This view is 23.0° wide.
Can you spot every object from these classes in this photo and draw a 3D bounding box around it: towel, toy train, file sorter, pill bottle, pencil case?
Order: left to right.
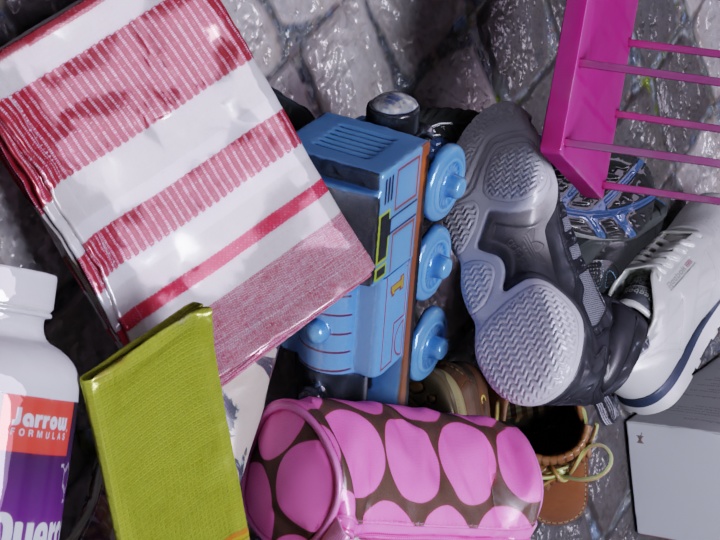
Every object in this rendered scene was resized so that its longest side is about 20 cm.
[{"bbox_3d":[-0.188,0.097,0.793,0.112,0.112,0.202,13,84,-50],"label":"pill bottle"},{"bbox_3d":[-0.102,0.087,0.927,0.089,0.078,0.202,24,74,-24],"label":"pencil case"},{"bbox_3d":[-0.092,-0.046,0.885,0.144,0.023,0.201,-36,104,-26],"label":"towel"},{"bbox_3d":[-0.086,0.122,0.862,0.086,0.018,0.202,-37,128,-46],"label":"towel"},{"bbox_3d":[0.000,0.000,1.012,0.114,0.086,0.202,-36,138,-51],"label":"toy train"},{"bbox_3d":[0.024,0.125,0.994,0.199,0.094,0.091,6,116,-47],"label":"pencil case"},{"bbox_3d":[0.196,-0.146,1.041,0.139,0.124,0.202,26,74,-71],"label":"file sorter"}]

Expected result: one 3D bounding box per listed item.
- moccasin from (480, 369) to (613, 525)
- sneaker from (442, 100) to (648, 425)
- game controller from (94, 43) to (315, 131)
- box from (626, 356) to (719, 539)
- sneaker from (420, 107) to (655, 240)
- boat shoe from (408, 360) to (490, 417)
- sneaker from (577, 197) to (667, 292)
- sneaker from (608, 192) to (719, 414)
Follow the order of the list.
[{"bbox_3d":[0.124,0.106,1.180,0.078,0.073,0.202,-109,-172,-46],"label":"moccasin"},{"bbox_3d":[0.113,0.000,1.074,0.113,0.075,0.202,27,47,-46],"label":"sneaker"},{"bbox_3d":[-0.096,-0.067,0.960,0.199,0.042,0.105,24,89,-49],"label":"game controller"},{"bbox_3d":[0.318,0.137,1.412,0.199,0.124,0.098,-25,112,-47],"label":"box"},{"bbox_3d":[0.095,-0.058,1.158,0.199,0.077,0.076,15,89,-29],"label":"sneaker"},{"bbox_3d":[0.065,0.156,1.143,0.067,0.072,0.202,-12,100,-48],"label":"boat shoe"},{"bbox_3d":[0.144,-0.003,1.242,0.199,0.073,0.083,-28,131,-40],"label":"sneaker"},{"bbox_3d":[0.237,0.010,1.347,0.081,0.076,0.201,47,56,-31],"label":"sneaker"}]
